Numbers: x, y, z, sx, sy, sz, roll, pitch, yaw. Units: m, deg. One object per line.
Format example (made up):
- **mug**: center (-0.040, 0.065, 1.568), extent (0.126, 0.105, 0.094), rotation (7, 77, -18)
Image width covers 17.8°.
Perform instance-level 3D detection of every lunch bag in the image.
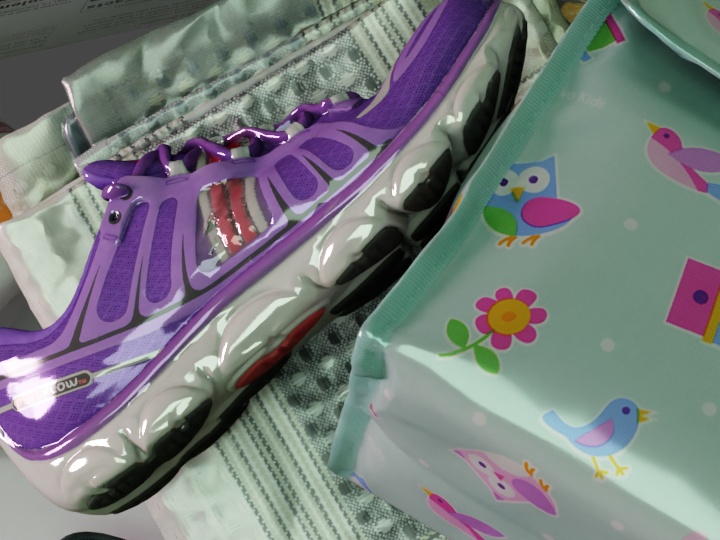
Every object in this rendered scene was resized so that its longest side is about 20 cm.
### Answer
- **lunch bag**: center (0.112, 0.004, 0.649), extent (0.170, 0.122, 0.200), rotation (32, 66, 9)

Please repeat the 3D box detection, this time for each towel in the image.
- **towel**: center (0.000, 0.000, 0.721), extent (0.192, 0.035, 0.200), rotation (-29, 84, 1)

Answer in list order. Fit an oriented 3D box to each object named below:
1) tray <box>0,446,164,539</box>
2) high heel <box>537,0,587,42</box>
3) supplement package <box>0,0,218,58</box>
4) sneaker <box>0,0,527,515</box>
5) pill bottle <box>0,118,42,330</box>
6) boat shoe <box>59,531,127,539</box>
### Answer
- **tray**: center (-0.100, 0.089, 0.784), extent (0.199, 0.022, 0.108), rotation (-5, 129, 5)
- **high heel**: center (0.084, -0.034, 0.762), extent (0.200, 0.071, 0.143), rotation (-39, 74, -2)
- **supplement package**: center (-0.084, -0.165, 0.746), extent (0.200, 0.111, 0.156), rotation (-15, 81, -22)
- **sneaker**: center (-0.034, -0.018, 0.674), extent (0.200, 0.081, 0.083), rotation (-41, 81, -2)
- **pill bottle**: center (-0.193, -0.039, 0.801), extent (0.200, 0.110, 0.110), rotation (39, 94, 11)
- **boat shoe**: center (-0.021, 0.148, 0.753), extent (0.200, 0.076, 0.060), rotation (20, 122, -1)
